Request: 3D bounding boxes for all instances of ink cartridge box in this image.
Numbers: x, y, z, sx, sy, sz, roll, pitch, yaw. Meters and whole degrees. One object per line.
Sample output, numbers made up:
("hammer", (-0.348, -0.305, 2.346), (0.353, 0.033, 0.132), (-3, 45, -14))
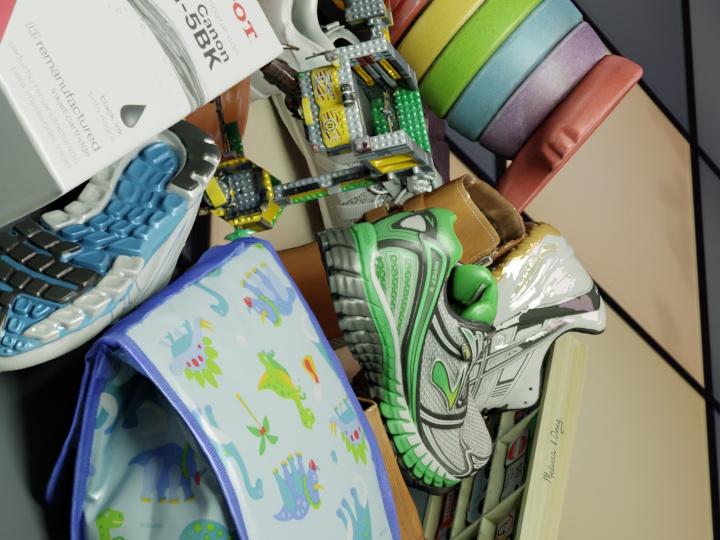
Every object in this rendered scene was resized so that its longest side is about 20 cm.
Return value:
("ink cartridge box", (-0.147, -0.124, 1.278), (0.200, 0.083, 0.147), (-39, 103, -50))

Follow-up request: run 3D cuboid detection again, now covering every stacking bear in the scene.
("stacking bear", (0.061, -0.145, 1.564), (0.200, 0.121, 0.114), (42, 57, 3))

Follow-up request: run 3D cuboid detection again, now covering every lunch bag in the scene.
("lunch bag", (-0.073, 0.100, 1.329), (0.170, 0.127, 0.201), (-41, 124, -62))

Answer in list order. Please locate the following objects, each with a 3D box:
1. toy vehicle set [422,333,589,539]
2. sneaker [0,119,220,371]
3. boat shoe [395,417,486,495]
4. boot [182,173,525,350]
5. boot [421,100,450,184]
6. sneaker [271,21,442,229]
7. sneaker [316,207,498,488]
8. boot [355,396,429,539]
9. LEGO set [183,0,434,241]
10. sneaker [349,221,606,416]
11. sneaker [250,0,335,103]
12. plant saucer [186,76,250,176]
("toy vehicle set", (0.084, 0.141, 1.628), (0.026, 0.124, 0.200), (32, 43, -17))
("sneaker", (-0.134, 0.006, 1.324), (0.200, 0.075, 0.087), (-46, 154, -46))
("boat shoe", (0.069, 0.068, 1.644), (0.200, 0.060, 0.074), (-48, 147, -43))
("boot", (0.000, 0.000, 1.481), (0.200, 0.155, 0.077), (14, 51, -62))
("boot", (0.051, -0.064, 1.725), (0.200, 0.070, 0.132), (36, 48, -55))
("sneaker", (0.009, -0.060, 1.584), (0.075, 0.082, 0.200), (-33, 91, -20))
("sneaker", (0.043, 0.047, 1.433), (0.200, 0.085, 0.078), (68, 7, -47))
("boot", (0.037, 0.154, 1.438), (0.068, 0.188, 0.201), (-29, 116, -24))
("LEGO set", (-0.039, -0.118, 1.393), (0.116, 0.153, 0.201), (33, 54, -78))
("sneaker", (0.063, 0.065, 1.550), (0.088, 0.200, 0.076), (48, -1, -13))
("sneaker", (-0.060, -0.206, 1.552), (0.075, 0.088, 0.201), (-16, 91, -63))
("plant saucer", (-0.127, -0.141, 1.444), (0.200, 0.037, 0.201), (39, 43, -50))
